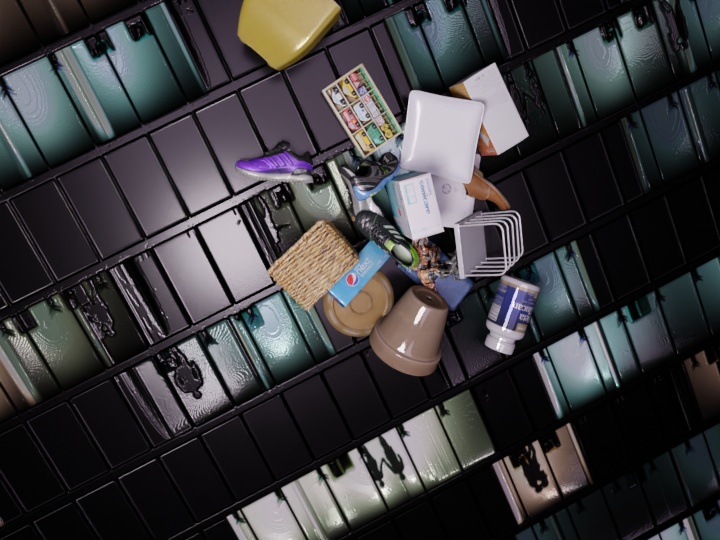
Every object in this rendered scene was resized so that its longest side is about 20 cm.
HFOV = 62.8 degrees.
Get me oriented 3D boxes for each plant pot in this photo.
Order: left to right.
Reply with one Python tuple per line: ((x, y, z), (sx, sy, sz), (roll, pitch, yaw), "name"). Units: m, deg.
((-0.181, -0.586, 1.378), (0.193, 0.196, 0.201), (38, 101, -13), "plant pot")
((-0.002, 0.085, 1.597), (0.196, 0.027, 0.204), (-2, 100, -8), "plant pot")
((0.143, 0.141, 1.520), (0.197, 0.201, 0.176), (20, 114, -12), "plant pot")

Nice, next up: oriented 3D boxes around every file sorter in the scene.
((0.336, -0.072, 1.518), (0.123, 0.199, 0.141), (-2, 103, 29), "file sorter")

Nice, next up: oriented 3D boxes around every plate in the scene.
((0.206, -0.341, 1.499), (0.197, 0.032, 0.203), (17, 116, 22), "plate")

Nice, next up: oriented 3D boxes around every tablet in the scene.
((0.250, -0.218, 1.592), (0.128, 0.014, 0.204), (5, 98, -9), "tablet")

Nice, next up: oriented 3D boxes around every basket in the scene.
((-0.121, -0.029, 1.498), (0.200, 0.143, 0.149), (-44, 106, 6), "basket")

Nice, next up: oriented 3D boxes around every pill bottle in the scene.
((0.412, 0.122, 1.625), (0.109, 0.111, 0.203), (16, 97, -11), "pill bottle")

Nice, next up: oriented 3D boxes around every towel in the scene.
((0.207, 0.009, 1.606), (0.199, 0.049, 0.112), (41, 92, -12), "towel")

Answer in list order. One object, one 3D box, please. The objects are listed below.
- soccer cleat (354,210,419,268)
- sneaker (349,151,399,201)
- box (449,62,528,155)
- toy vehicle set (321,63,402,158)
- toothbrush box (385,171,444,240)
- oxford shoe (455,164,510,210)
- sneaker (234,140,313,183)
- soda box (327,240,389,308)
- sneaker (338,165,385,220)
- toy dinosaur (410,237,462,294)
((0.067, -0.080, 1.478), (0.199, 0.081, 0.068), (39, 102, 2), "soccer cleat")
((0.036, -0.250, 1.472), (0.083, 0.070, 0.200), (56, 44, -16), "sneaker")
((0.327, -0.408, 1.514), (0.097, 0.124, 0.202), (-30, 102, -2), "box")
((0.005, -0.407, 1.513), (0.123, 0.027, 0.201), (-35, 103, -2), "toy vehicle set")
((0.132, -0.167, 1.486), (0.084, 0.200, 0.149), (-16, 103, -6), "toothbrush box")
((0.321, -0.216, 1.574), (0.199, 0.072, 0.071), (36, 105, -21), "oxford shoe")
((-0.215, -0.277, 1.486), (0.197, 0.070, 0.101), (4, 92, -14), "sneaker")
((0.000, 0.000, 1.539), (0.068, 0.064, 0.200), (42, 79, 0), "soda box")
((-0.005, -0.180, 1.529), (0.079, 0.074, 0.202), (-31, 103, 3), "sneaker")
((0.194, -0.008, 1.542), (0.134, 0.103, 0.202), (-11, 126, 16), "toy dinosaur")
